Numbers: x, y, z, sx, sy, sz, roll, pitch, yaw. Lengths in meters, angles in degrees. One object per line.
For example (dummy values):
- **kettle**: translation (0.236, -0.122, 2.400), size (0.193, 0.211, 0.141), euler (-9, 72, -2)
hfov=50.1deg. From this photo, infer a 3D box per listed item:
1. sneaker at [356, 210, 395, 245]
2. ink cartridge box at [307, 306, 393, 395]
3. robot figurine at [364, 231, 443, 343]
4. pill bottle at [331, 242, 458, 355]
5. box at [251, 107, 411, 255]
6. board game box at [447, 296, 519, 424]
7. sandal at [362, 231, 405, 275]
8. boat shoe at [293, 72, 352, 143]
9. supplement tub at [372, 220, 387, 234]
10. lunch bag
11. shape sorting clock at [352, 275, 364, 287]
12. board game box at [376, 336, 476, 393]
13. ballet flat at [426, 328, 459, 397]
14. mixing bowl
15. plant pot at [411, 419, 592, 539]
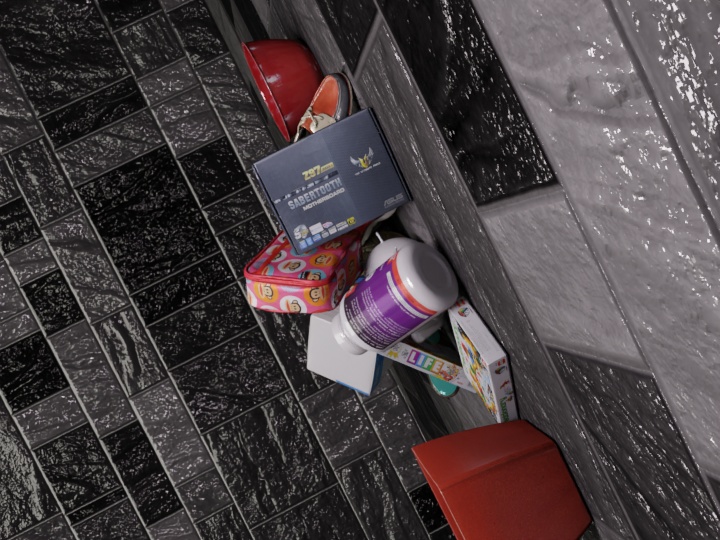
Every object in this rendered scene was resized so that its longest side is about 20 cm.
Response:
- **sneaker**: translation (-0.020, -0.090, 1.349), size (0.200, 0.085, 0.077), euler (-46, 68, 46)
- **ink cartridge box**: translation (0.006, 0.115, 1.544), size (0.147, 0.200, 0.145), euler (20, 128, 19)
- **robot figurine**: translation (0.075, 0.027, 1.294), size (0.170, 0.113, 0.200), euler (23, 144, 49)
- **pill bottle**: translation (0.046, 0.050, 1.173), size (0.112, 0.200, 0.113), euler (28, -138, -29)
- **box**: translation (-0.044, -0.136, 1.181), size (0.051, 0.200, 0.158), euler (-127, 11, -77)
- **board game box**: translation (0.190, 0.146, 1.185), size (0.126, 0.035, 0.200), euler (59, 173, 42)
- **sandal**: translation (0.018, -0.021, 1.418), size (0.054, 0.200, 0.080), euler (18, -115, -53)
- **boat shoe**: translation (-0.071, -0.222, 1.237), size (0.071, 0.063, 0.200), euler (37, 116, 36)
- **supplement tub**: translation (-0.046, -0.138, 1.483), size (0.200, 0.145, 0.145), euler (65, 174, -24)
- **lunch bag**: translation (-0.099, -0.005, 1.259), size (0.200, 0.176, 0.082), euler (-55, -36, -56)
- **shape sorting clock**: translation (0.000, 0.000, 1.538), size (0.200, 0.200, 0.039), euler (-125, 41, -56)
- **board game box**: translation (0.106, 0.146, 1.366), size (0.200, 0.034, 0.134), euler (24, -174, -16)
- **ballet flat**: translation (0.151, 0.156, 1.508), size (0.068, 0.068, 0.200), euler (50, -160, -68)
- **mixing bowl**: translation (-0.132, -0.357, 1.453), size (0.200, 0.108, 0.200), euler (62, 174, 12)
- **plant pot**: translation (0.210, 0.327, 1.117), size (0.200, 0.176, 0.200), euler (63, 175, -6)
